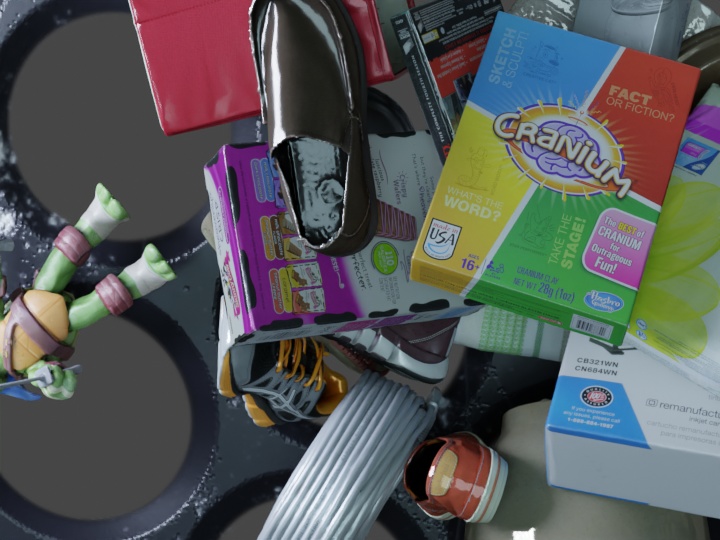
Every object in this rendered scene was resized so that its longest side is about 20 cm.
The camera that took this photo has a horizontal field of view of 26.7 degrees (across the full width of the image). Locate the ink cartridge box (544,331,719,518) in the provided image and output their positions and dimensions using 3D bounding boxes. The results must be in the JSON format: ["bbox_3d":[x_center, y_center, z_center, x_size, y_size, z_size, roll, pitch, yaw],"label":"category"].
[{"bbox_3d":[0.227,0.068,1.117,0.144,0.201,0.085,7,142,17],"label":"ink cartridge box"}]

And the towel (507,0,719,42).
[{"bbox_3d":[0.210,-0.168,1.195,0.199,0.034,0.133,34,102,-1],"label":"towel"}]

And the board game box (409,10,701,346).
[{"bbox_3d":[0.135,-0.066,1.043,0.151,0.040,0.202,17,69,8],"label":"board game box"}]

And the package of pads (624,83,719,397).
[{"bbox_3d":[0.260,-0.019,1.069,0.154,0.068,0.200,32,72,32],"label":"package of pads"}]

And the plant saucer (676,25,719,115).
[{"bbox_3d":[0.298,-0.091,1.180,0.197,0.030,0.203,-2,109,-5],"label":"plant saucer"}]

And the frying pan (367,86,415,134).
[{"bbox_3d":[0.030,-0.096,1.213,0.188,0.031,0.117,-6,97,18],"label":"frying pan"}]

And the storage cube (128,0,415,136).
[{"bbox_3d":[-0.065,-0.212,1.134,0.178,0.200,0.173,-13,100,14],"label":"storage cube"}]

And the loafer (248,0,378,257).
[{"bbox_3d":[-0.030,-0.104,1.018,0.072,0.071,0.202,-13,100,14],"label":"loafer"}]

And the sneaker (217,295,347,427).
[{"bbox_3d":[-0.063,0.071,1.195,0.076,0.200,0.079,0,72,12],"label":"sneaker"}]

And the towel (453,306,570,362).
[{"bbox_3d":[0.148,-0.003,1.240,0.197,0.031,0.151,9,104,1],"label":"towel"}]

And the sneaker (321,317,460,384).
[{"bbox_3d":[0.000,0.000,1.183,0.199,0.075,0.117,28,83,-25],"label":"sneaker"}]

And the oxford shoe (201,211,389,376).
[{"bbox_3d":[-0.049,0.013,1.251,0.200,0.071,0.074,50,138,-12],"label":"oxford shoe"}]

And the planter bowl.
[{"bbox_3d":[0.175,0.175,1.198,0.197,0.200,0.137,-4,75,7],"label":"planter bowl"}]

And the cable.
[{"bbox_3d":[-0.017,0.174,1.199,0.069,0.200,0.201,31,101,8],"label":"cable"}]

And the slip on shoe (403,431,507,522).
[{"bbox_3d":[0.063,0.157,1.184,0.061,0.200,0.075,20,84,-6],"label":"slip on shoe"}]

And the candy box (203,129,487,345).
[{"bbox_3d":[-0.006,-0.027,1.116,0.198,0.061,0.138,-6,80,-23],"label":"candy box"}]

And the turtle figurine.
[{"bbox_3d":[-0.254,0.023,1.210,0.194,0.144,0.200,-41,138,-6],"label":"turtle figurine"}]

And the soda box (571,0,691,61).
[{"bbox_3d":[0.190,-0.138,1.132,0.068,0.063,0.203,17,96,29],"label":"soda box"}]

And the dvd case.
[{"bbox_3d":[0.095,-0.110,1.137,0.022,0.146,0.202,-16,101,34],"label":"dvd case"}]
